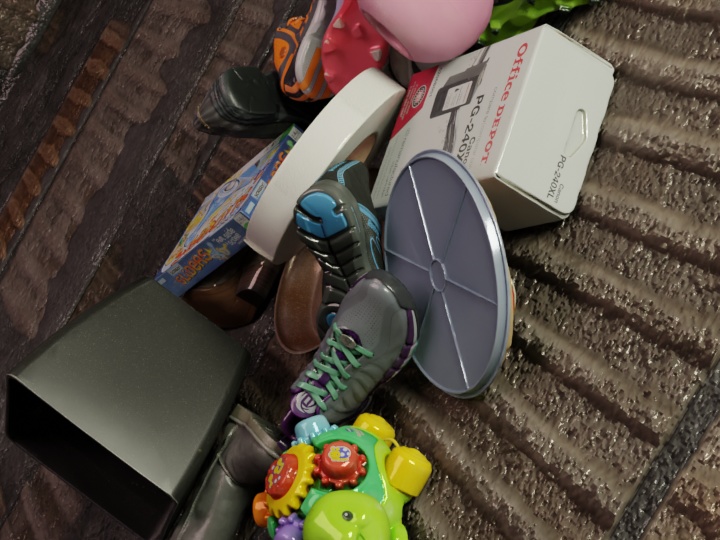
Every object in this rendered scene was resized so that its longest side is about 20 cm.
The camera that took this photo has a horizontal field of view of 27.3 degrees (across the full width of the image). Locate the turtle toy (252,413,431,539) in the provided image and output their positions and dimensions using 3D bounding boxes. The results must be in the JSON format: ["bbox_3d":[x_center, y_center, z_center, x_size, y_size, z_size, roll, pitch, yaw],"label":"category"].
[{"bbox_3d":[-0.020,0.189,1.187,0.146,0.101,0.200,-61,26,2],"label":"turtle toy"}]

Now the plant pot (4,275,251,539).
[{"bbox_3d":[-0.220,0.128,1.474,0.178,0.199,0.200,-53,-4,-26],"label":"plant pot"}]

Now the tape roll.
[{"bbox_3d":[-0.031,-0.094,1.359,0.203,0.037,0.203,-52,-6,-8],"label":"tape roll"}]

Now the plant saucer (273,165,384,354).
[{"bbox_3d":[-0.013,-0.005,1.437,0.200,0.037,0.201,-43,31,34],"label":"plant saucer"}]

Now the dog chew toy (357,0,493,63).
[{"bbox_3d":[0.090,-0.278,1.289,0.200,0.124,0.125,-47,27,0],"label":"dog chew toy"}]

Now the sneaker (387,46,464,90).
[{"bbox_3d":[0.069,-0.275,1.415,0.079,0.074,0.202,-6,86,31],"label":"sneaker"}]

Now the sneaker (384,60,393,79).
[{"bbox_3d":[0.008,-0.210,1.562,0.080,0.070,0.201,-40,34,6],"label":"sneaker"}]

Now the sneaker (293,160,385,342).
[{"bbox_3d":[0.000,0.000,1.295,0.073,0.201,0.082,6,36,23],"label":"sneaker"}]

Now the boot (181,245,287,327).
[{"bbox_3d":[-0.115,-0.022,1.617,0.199,0.070,0.147,-16,45,54],"label":"boot"}]

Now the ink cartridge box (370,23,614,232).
[{"bbox_3d":[0.108,-0.111,1.266,0.200,0.083,0.146,-12,54,58],"label":"ink cartridge box"}]

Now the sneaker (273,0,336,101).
[{"bbox_3d":[-0.038,-0.269,1.529,0.112,0.077,0.201,10,72,63],"label":"sneaker"}]

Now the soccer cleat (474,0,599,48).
[{"bbox_3d":[0.164,-0.262,1.328,0.200,0.067,0.082,-26,51,55],"label":"soccer cleat"}]

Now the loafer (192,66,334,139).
[{"bbox_3d":[-0.094,-0.173,1.577,0.072,0.199,0.073,-31,68,36],"label":"loafer"}]

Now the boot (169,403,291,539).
[{"bbox_3d":[-0.130,0.232,1.380,0.201,0.072,0.182,-58,12,-7],"label":"boot"}]

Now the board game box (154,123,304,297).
[{"bbox_3d":[-0.135,-0.060,1.578,0.200,0.034,0.136,-34,23,49],"label":"board game box"}]

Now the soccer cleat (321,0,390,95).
[{"bbox_3d":[0.004,-0.257,1.385,0.077,0.066,0.201,-60,-22,-56],"label":"soccer cleat"}]

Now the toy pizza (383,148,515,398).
[{"bbox_3d":[0.075,0.002,1.190,0.200,0.031,0.202,-146,52,-59],"label":"toy pizza"}]

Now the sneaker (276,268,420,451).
[{"bbox_3d":[-0.013,0.085,1.243,0.087,0.074,0.201,-40,-18,-39],"label":"sneaker"}]
